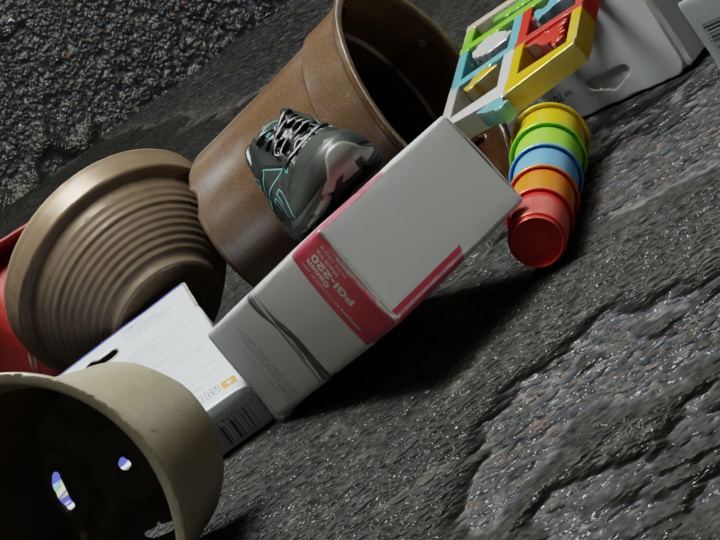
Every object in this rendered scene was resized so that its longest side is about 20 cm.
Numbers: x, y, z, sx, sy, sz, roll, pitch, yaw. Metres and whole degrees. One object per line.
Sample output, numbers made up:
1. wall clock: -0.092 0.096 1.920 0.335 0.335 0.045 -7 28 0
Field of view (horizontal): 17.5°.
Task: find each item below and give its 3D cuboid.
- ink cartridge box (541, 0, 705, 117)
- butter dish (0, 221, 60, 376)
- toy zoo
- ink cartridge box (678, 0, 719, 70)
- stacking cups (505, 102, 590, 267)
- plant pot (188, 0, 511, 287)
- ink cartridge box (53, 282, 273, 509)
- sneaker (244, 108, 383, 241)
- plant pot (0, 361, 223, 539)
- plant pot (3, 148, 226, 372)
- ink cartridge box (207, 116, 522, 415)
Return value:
1. ink cartridge box: 0.231 -0.220 1.884 0.146 0.086 0.200 -22 17 43
2. butter dish: -0.241 0.051 2.007 0.199 0.148 0.201 -35 -30 -28
3. toy zoo: 0.124 -0.166 1.779 0.131 0.020 0.200 -32 22 27
4. ink cartridge box: 0.345 -0.225 1.613 0.175 0.084 0.200 -22 18 44
5. stacking cups: 0.126 -0.061 1.627 0.060 0.061 0.200 -31 13 18
6. plant pot: -0.017 -0.088 1.830 0.198 0.200 0.200 -36 11 27
7. ink cartridge box: -0.176 0.115 1.721 0.197 0.047 0.200 -37 24 -1
8. sneaker: -0.042 -0.071 1.607 0.075 0.079 0.200 -41 1 -14
9. plant pot: -0.171 0.141 1.431 0.200 0.201 0.183 -31 2 18
10. plant pot: -0.176 0.011 1.860 0.201 0.201 0.093 -38 50 -14
11. ink cartridge box: 0.000 0.000 1.586 0.146 0.085 0.200 -43 -1 -33
